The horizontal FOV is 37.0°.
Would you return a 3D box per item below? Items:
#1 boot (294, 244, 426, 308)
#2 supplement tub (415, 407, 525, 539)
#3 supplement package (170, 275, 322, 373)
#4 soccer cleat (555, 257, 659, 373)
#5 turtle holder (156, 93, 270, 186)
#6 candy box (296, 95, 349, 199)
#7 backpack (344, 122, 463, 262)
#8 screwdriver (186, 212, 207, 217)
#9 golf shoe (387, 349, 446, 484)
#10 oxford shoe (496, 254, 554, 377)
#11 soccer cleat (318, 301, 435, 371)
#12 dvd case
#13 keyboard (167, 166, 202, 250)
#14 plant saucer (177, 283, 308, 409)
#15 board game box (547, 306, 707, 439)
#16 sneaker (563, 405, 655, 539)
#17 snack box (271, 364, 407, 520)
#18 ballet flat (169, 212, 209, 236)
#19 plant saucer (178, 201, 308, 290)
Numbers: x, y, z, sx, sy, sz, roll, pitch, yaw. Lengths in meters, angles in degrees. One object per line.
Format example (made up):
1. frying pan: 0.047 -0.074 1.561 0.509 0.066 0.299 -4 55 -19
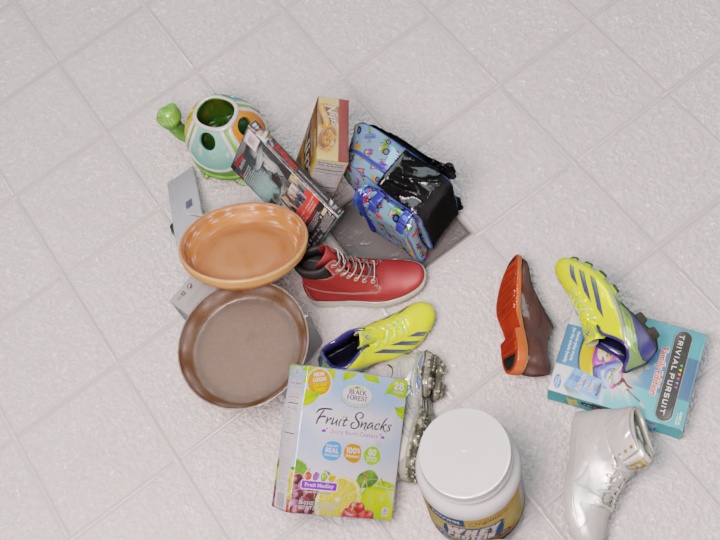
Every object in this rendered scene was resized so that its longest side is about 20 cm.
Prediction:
1. boot: 0.000 0.000 1.664 0.197 0.145 0.073 -6 63 7
2. supplement tub: 0.151 0.283 1.466 0.142 0.201 0.147 -5 59 9
3. supplement package: -0.176 0.080 1.674 0.199 0.117 0.118 35 75 23
4. soccer cleat: 0.342 0.062 1.555 0.083 0.065 0.200 -38 64 -7
5. turtle holder: -0.242 -0.243 1.831 0.141 0.132 0.185 -42 65 -10
6. candy box: -0.064 -0.174 1.726 0.054 0.200 0.117 5 64 -12
7. backpack: 0.048 -0.132 1.694 0.199 0.183 0.135 36 82 17
8. screwdriver: -0.188 -0.081 1.734 0.029 0.198 0.028 -44 48 37
9. golf shoe: 0.068 0.219 1.602 0.096 0.078 0.203 -5 59 31
10. oxford shoe: 0.253 0.071 1.639 0.071 0.071 0.203 11 61 -16
11. soccer cleat: 0.026 0.105 1.643 0.198 0.084 0.065 -28 63 -4
12. dvd case: -0.120 -0.131 1.709 0.200 0.146 0.022 44 62 3
13. keyboard: -0.292 -0.106 1.796 0.056 0.011 0.201 -28 39 7
14. plant saucer: -0.169 0.111 1.575 0.197 0.032 0.203 -4 65 10
15. board game box: 0.391 0.142 1.579 0.197 0.047 0.153 15 69 17
16. sneaker: 0.347 0.282 1.481 0.115 0.073 0.203 -18 56 43
17. snack box: -0.028 0.243 1.521 0.167 0.067 0.203 10 82 -28
18. ballet flat: -0.224 -0.056 1.773 0.198 0.069 0.068 27 27 16
19. plant saucer: -0.176 -0.033 1.635 0.197 0.038 0.202 -3 39 2
